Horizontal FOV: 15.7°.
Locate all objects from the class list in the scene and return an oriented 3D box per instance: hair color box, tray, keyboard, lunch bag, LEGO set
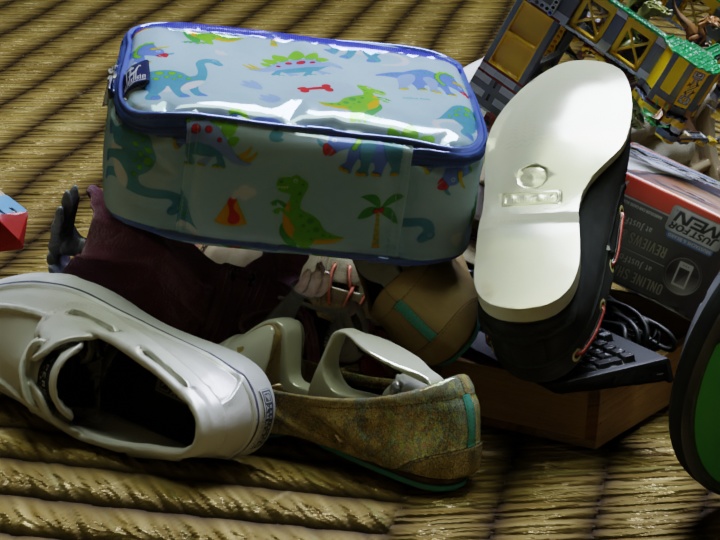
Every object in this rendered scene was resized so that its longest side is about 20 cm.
[{"bbox_3d":[0.174,-0.026,1.505,0.111,0.064,0.200,26,11,14],"label":"hair color box"},{"bbox_3d":[0.127,0.051,1.448,0.098,0.037,0.200,11,15,27],"label":"tray"},{"bbox_3d":[0.093,0.019,1.415,0.104,0.040,0.200,-5,17,-30],"label":"keyboard"},{"bbox_3d":[-0.037,-0.073,1.381,0.199,0.083,0.161,7,23,-4],"label":"lunch bag"},{"bbox_3d":[0.150,-0.115,1.552,0.153,0.116,0.200,32,23,4],"label":"LEGO set"}]

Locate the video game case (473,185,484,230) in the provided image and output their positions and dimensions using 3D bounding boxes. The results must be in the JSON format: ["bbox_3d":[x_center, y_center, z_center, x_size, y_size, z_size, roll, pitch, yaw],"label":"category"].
[{"bbox_3d":[0.037,-0.050,1.637,0.199,0.023,0.182,25,-3,-15],"label":"video game case"}]

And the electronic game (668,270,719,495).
[{"bbox_3d":[0.227,0.026,1.252,0.199,0.201,0.042,-8,39,-39],"label":"electronic game"}]

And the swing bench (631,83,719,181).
[{"bbox_3d":[0.277,-0.043,1.684,0.199,0.130,0.199,4,14,26],"label":"swing bench"}]

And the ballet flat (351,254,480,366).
[{"bbox_3d":[0.021,-0.016,1.425,0.063,0.069,0.200,38,11,-23],"label":"ballet flat"}]

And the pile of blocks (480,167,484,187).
[{"bbox_3d":[0.110,-0.063,1.642,0.082,0.062,0.200,23,-3,11],"label":"pile of blocks"}]

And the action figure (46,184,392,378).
[{"bbox_3d":[-0.078,0.026,1.410,0.199,0.149,0.134,23,19,-3],"label":"action figure"}]

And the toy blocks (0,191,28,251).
[{"bbox_3d":[-0.296,-0.030,1.576,0.199,0.100,0.137,-7,29,-38],"label":"toy blocks"}]

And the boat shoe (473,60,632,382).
[{"bbox_3d":[0.101,-0.030,1.364,0.073,0.063,0.202,1,46,17],"label":"boat shoe"}]

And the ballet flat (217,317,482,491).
[{"bbox_3d":[-0.024,0.058,1.319,0.199,0.071,0.071,13,17,33],"label":"ballet flat"}]

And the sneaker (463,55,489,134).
[{"bbox_3d":[0.075,-0.081,1.724,0.070,0.073,0.200,-9,-30,-2],"label":"sneaker"}]

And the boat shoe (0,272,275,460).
[{"bbox_3d":[-0.138,0.053,1.314,0.199,0.072,0.066,22,17,31],"label":"boat shoe"}]

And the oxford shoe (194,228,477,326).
[{"bbox_3d":[0.000,0.000,1.548,0.199,0.071,0.075,-1,17,-17],"label":"oxford shoe"}]
